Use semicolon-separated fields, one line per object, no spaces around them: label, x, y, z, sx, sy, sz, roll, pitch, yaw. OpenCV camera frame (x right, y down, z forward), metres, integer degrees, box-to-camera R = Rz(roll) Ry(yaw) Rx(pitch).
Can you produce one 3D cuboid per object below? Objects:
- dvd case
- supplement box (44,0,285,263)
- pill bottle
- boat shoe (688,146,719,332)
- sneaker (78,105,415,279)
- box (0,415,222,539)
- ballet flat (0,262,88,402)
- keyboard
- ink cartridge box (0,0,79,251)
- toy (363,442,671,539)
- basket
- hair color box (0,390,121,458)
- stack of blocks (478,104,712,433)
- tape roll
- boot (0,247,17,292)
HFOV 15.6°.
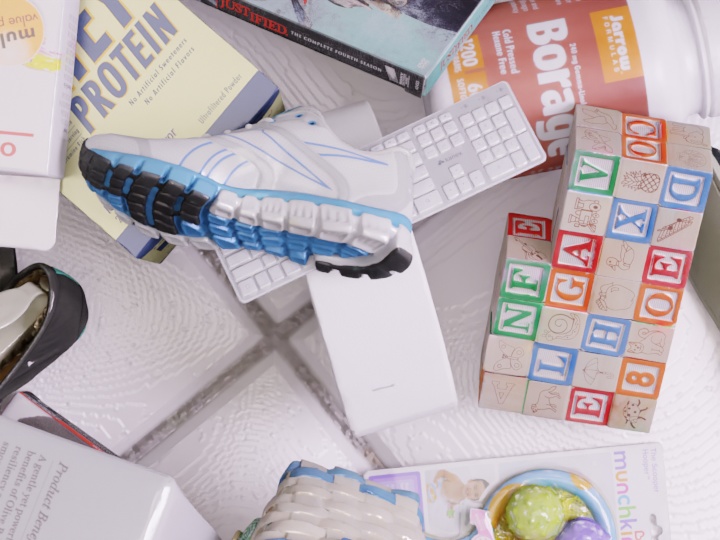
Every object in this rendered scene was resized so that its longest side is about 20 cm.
dvd case;-0.013;-0.196;1.658;0.199;0.022;0.146;24;53;18
supplement box;-0.162;-0.118;1.630;0.200;0.200;0.134;40;89;0
pill bottle;0.140;-0.124;1.677;0.198;0.112;0.113;-12;89;-1
boat shoe;0.264;0.005;1.702;0.066;0.074;0.200;-20;80;-29
sneaker;-0.061;-0.058;1.508;0.199;0.075;0.087;13;65;-1
box;-0.201;0.204;1.540;0.170;0.200;0.200;18;77;11
ballet flat;-0.255;0.067;1.643;0.068;0.069;0.200;33;70;28
keyboard;0.009;-0.046;1.534;0.199;0.011;0.057;-25;66;-5
ink cartridge box;-0.223;-0.116;1.496;0.114;0.068;0.202;5;90;1
toy;0.105;0.180;1.704;0.198;0.047;0.116;-5;91;0
basket;-0.030;0.233;1.598;0.138;0.201;0.177;14;129;-12
hair color box;-0.237;0.187;1.693;0.101;0.061;0.201;35;88;1
stack of blocks;0.145;-0.001;1.651;0.114;0.059;0.201;9;123;-1
tape roll;0.000;0.000;1.630;0.070;0.202;0.204;-16;89;-2
boot;-0.282;0.053;1.692;0.137;0.077;0.202;0;90;-5
